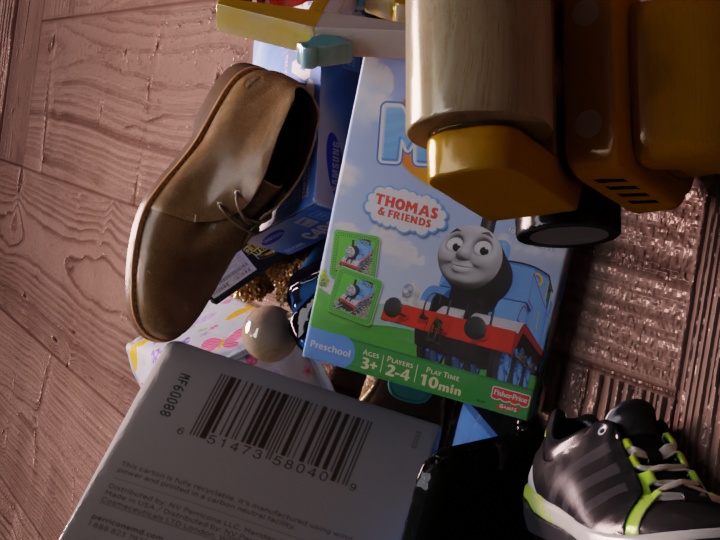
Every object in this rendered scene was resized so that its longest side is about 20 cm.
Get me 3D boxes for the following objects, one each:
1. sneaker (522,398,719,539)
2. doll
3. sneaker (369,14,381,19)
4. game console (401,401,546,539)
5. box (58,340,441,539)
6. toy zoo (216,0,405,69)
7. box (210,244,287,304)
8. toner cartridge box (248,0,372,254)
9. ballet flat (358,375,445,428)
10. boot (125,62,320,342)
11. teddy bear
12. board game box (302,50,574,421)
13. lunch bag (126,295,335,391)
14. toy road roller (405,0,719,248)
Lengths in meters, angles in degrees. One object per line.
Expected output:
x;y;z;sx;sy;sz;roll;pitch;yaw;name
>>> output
0.139;0.108;0.819;0.200;0.072;0.083;-178;95;-67;sneaker
0.000;0.000;1.057;0.200;0.048;0.137;-37;38;22;doll
0.011;-0.169;1.145;0.090;0.078;0.200;-49;10;-24;sneaker
0.039;0.178;0.988;0.116;0.176;0.200;23;107;37;game console
-0.075;0.192;1.022;0.200;0.199;0.171;-65;-10;-47;box
-0.009;-0.181;0.995;0.200;0.131;0.020;-66;-17;-53;toy zoo
-0.072;-0.074;1.227;0.159;0.046;0.200;-35;26;7;box
-0.036;-0.121;1.096;0.095;0.043;0.200;-25;57;51;toner cartridge box
0.031;0.088;1.108;0.065;0.070;0.200;-75;7;-66;ballet flat
-0.092;-0.041;1.036;0.075;0.074;0.200;21;86;47;boot
-0.047;-0.028;1.232;0.145;0.067;0.200;-44;18;13;teddy bear
0.057;-0.024;0.965;0.037;0.151;0.200;-23;-54;-71;board game box
-0.080;0.131;1.252;0.170;0.127;0.200;13;128;64;lunch bag
0.122;-0.092;0.782;0.146;0.200;0.123;-8;75;29;toy road roller
